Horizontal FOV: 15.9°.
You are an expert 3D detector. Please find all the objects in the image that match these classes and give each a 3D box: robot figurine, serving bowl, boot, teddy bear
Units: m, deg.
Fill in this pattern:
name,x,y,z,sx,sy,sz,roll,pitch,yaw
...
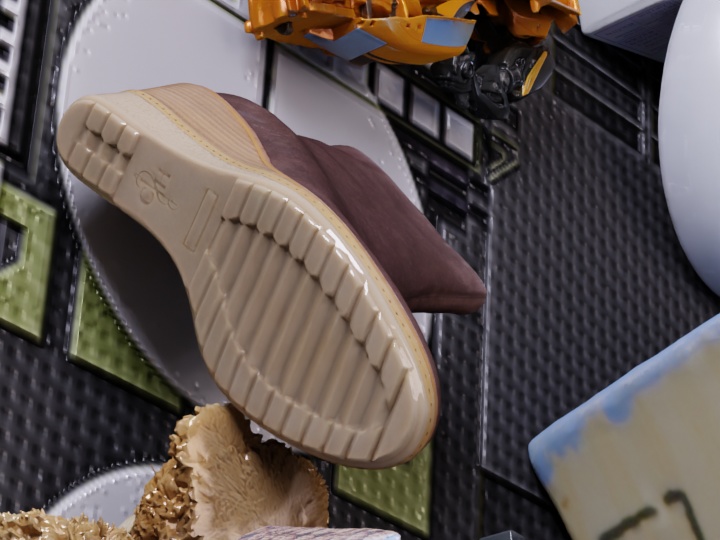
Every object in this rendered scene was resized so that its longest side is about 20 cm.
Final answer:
name,x,y,z,sx,sy,sz,roll,pitch,yaw
robot figurine,0.022,-0.139,1.083,0.200,0.058,0.146,2,71,-49
serving bowl,0.228,-0.074,1.226,0.200,0.066,0.201,-9,103,-46
boot,0.000,0.000,0.917,0.166,0.072,0.200,9,29,-51
teddy bear,-0.076,0.140,0.830,0.145,0.067,0.201,25,60,-29

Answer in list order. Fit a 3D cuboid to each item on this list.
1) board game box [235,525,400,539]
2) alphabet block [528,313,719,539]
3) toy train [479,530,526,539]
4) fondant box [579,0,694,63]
name,x,y,z,sx,sy,sz,roll,pitch,yaw
board game box,-0.048,0.192,0.729,0.159,0.097,0.201,-18,93,-25
alphabet block,0.223,0.098,1.042,0.196,0.195,0.200,-21,79,-35
toy train,0.067,0.199,0.984,0.046,0.034,0.201,34,46,-51
fondant box,0.180,-0.170,1.288,0.200,0.058,0.145,12,63,-45
